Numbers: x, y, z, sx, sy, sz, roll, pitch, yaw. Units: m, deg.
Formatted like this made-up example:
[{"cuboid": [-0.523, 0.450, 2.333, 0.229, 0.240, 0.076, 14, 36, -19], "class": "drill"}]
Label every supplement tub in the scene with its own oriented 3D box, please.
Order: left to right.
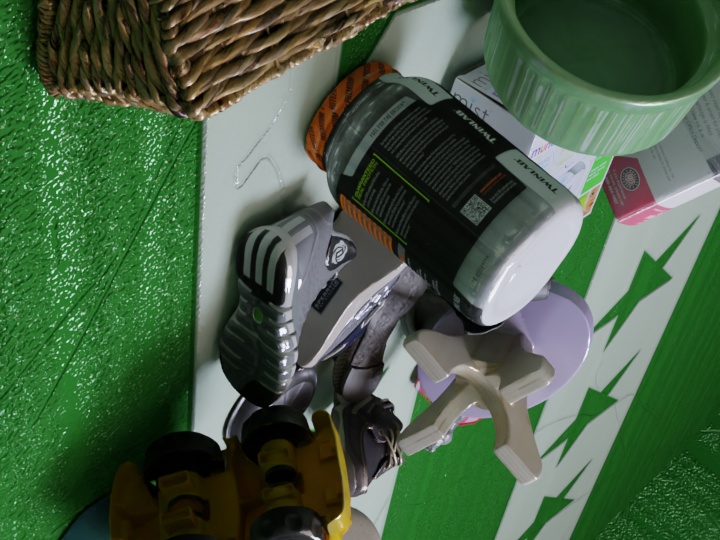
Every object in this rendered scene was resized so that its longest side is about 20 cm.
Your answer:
[{"cuboid": [0.060, -0.063, 1.253, 0.122, 0.200, 0.123, -41, 159, -19], "class": "supplement tub"}]

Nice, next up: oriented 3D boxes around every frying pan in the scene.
[{"cuboid": [-0.100, 0.156, 1.562, 0.191, 0.031, 0.115, -58, 157, 13], "class": "frying pan"}]

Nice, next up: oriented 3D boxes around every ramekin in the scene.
[{"cuboid": [0.194, -0.189, 1.328, 0.200, 0.200, 0.098, -38, 164, -28], "class": "ramekin"}]

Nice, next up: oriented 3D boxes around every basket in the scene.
[{"cuboid": [-0.087, -0.189, 0.930, 0.200, 0.148, 0.144, -34, 122, -35], "class": "basket"}]

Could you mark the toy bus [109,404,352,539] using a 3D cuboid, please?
[{"cuboid": [-0.088, 0.231, 1.396, 0.199, 0.136, 0.193, -18, 133, 7], "class": "toy bus"}]

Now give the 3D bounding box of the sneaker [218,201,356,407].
[{"cuboid": [-0.050, 0.023, 1.364, 0.115, 0.075, 0.201, -37, 155, -36], "class": "sneaker"}]

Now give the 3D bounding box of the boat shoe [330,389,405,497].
[{"cuboid": [0.008, 0.161, 1.611, 0.200, 0.073, 0.075, -88, 178, -72], "class": "boat shoe"}]

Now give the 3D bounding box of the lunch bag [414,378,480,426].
[{"cuboid": [0.159, 0.085, 1.903, 0.200, 0.082, 0.176, -51, 164, 8], "class": "lunch bag"}]

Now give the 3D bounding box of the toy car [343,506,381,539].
[{"cuboid": [-0.084, 0.332, 1.765, 0.177, 0.185, 0.200, -35, -176, -33], "class": "toy car"}]

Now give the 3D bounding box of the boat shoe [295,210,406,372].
[{"cuboid": [0.000, 0.000, 1.443, 0.200, 0.075, 0.093, -48, 168, 18], "class": "boat shoe"}]

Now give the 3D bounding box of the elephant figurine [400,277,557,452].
[{"cuboid": [0.107, 0.063, 1.697, 0.199, 0.156, 0.141, -28, 132, 25], "class": "elephant figurine"}]

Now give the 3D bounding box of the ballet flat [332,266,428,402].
[{"cuboid": [0.017, 0.037, 1.578, 0.067, 0.046, 0.201, -1, 126, -34], "class": "ballet flat"}]

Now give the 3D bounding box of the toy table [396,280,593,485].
[{"cuboid": [0.122, 0.101, 1.572, 0.200, 0.184, 0.117, -46, -173, 37], "class": "toy table"}]

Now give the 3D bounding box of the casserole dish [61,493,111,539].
[{"cuboid": [-0.239, 0.274, 1.463, 0.201, 0.039, 0.121, -56, 158, 20], "class": "casserole dish"}]

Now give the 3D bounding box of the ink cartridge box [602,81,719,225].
[{"cuboid": [0.321, -0.150, 1.609, 0.199, 0.148, 0.083, -25, 169, 24], "class": "ink cartridge box"}]

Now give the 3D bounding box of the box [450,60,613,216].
[{"cuboid": [0.149, -0.111, 1.484, 0.200, 0.096, 0.177, -30, 149, -45], "class": "box"}]

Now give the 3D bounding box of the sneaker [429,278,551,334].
[{"cuboid": [0.107, -0.009, 1.545, 0.103, 0.200, 0.060, -11, 122, -16], "class": "sneaker"}]
